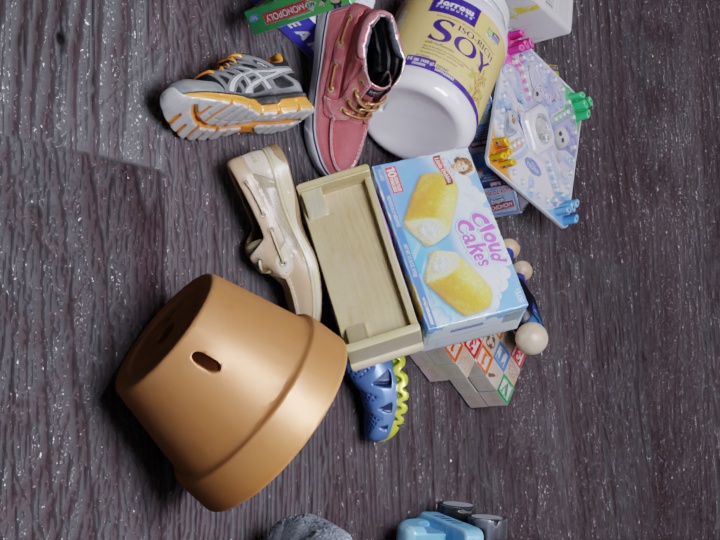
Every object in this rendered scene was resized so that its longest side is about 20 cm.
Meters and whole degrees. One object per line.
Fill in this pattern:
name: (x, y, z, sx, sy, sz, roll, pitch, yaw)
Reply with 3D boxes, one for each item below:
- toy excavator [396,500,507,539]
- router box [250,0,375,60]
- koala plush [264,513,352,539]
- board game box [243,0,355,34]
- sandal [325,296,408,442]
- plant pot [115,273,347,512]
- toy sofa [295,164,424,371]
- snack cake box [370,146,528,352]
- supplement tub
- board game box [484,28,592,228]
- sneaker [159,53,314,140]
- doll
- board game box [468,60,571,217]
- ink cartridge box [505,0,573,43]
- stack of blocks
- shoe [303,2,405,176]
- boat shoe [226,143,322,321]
toy excavator: (0.072, 0.317, 1.440, 0.199, 0.194, 0.101, 4, 91, -27)
router box: (-0.060, -0.353, 1.483, 0.200, 0.049, 0.180, 40, 55, -40)
koala plush: (-0.029, 0.360, 1.301, 0.200, 0.177, 0.184, 47, 40, -30)
board game box: (-0.014, -0.308, 1.386, 0.200, 0.134, 0.029, -43, 116, -45)
sandal: (0.005, 0.091, 1.475, 0.086, 0.079, 0.201, -5, 93, -19)
plant pot: (-0.129, 0.099, 1.218, 0.140, 0.200, 0.201, 40, 52, -19)
toy sofa: (0.000, 0.000, 1.396, 0.098, 0.082, 0.201, 77, -4, -70)
snack cake box: (0.090, -0.024, 1.431, 0.114, 0.067, 0.201, -14, 67, -12)
supplement tub: (0.092, -0.243, 1.574, 0.146, 0.145, 0.201, 49, 49, -34)
board game box: (0.239, -0.186, 1.744, 0.200, 0.026, 0.201, 33, 59, -43)
sneaker: (-0.132, -0.182, 1.351, 0.200, 0.078, 0.078, -8, 77, -55)
doll: (0.197, 0.039, 1.661, 0.137, 0.048, 0.200, 55, 16, -29)
board game box: (0.202, -0.173, 1.765, 0.199, 0.061, 0.201, -6, 89, -51)
ink cartridge box: (0.174, -0.393, 1.718, 0.200, 0.125, 0.129, 28, 62, -45)
stack of blocks: (0.118, 0.080, 1.616, 0.200, 0.058, 0.115, 53, 47, -31)
shoe: (-0.006, -0.189, 1.444, 0.071, 0.091, 0.201, -9, 111, -36)
boat shoe: (-0.090, -0.028, 1.382, 0.064, 0.071, 0.201, -19, 106, -16)
